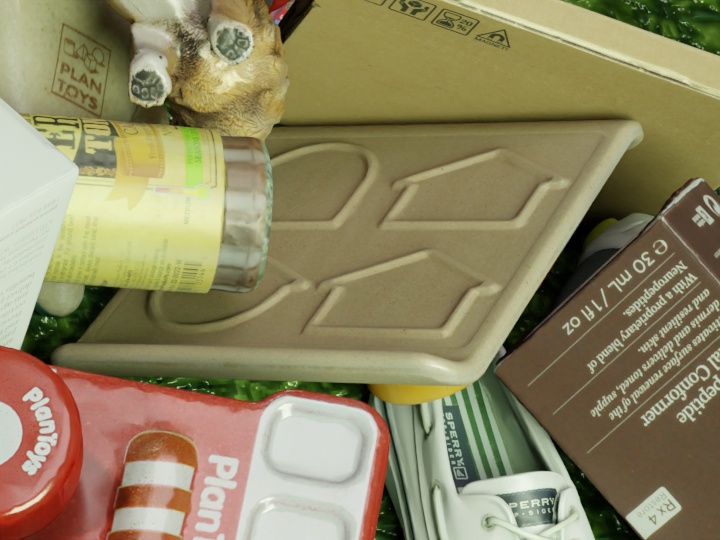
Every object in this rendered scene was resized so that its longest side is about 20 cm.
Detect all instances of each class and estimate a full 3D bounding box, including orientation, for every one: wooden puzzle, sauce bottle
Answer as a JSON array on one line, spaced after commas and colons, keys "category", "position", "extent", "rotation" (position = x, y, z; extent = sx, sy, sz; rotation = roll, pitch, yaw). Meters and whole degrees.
[{"category": "wooden puzzle", "position": [0.000, 0.000, 1.195], "extent": [0.185, 0.046, 0.200], "rotation": [1, 31, 30]}, {"category": "sauce bottle", "position": [-0.134, -0.028, 1.122], "extent": [0.199, 0.065, 0.065], "rotation": [4, 48, -14]}]

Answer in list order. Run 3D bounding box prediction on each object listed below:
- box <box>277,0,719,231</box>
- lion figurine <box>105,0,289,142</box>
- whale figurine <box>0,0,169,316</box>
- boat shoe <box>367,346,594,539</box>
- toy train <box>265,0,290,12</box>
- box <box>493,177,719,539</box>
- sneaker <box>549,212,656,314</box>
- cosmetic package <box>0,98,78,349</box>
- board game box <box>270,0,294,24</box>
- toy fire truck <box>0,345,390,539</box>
[{"category": "box", "position": [0.061, -0.072, 1.250], "extent": [0.199, 0.163, 0.021], "rotation": [18, 68, -14]}, {"category": "lion figurine", "position": [-0.094, -0.124, 1.163], "extent": [0.200, 0.072, 0.123], "rotation": [57, 7, -14]}, {"category": "whale figurine", "position": [-0.149, -0.078, 1.225], "extent": [0.159, 0.103, 0.201], "rotation": [27, 58, -45]}, {"category": "boat shoe", "position": [0.053, 0.103, 1.155], "extent": [0.073, 0.067, 0.200], "rotation": [-7, 53, -29]}, {"category": "toy train", "position": [-0.042, -0.126, 1.210], "extent": [0.034, 0.200, 0.046], "rotation": [-41, 92, -17]}, {"category": "box", "position": [0.157, 0.074, 1.164], "extent": [0.200, 0.100, 0.075], "rotation": [47, 25, 3]}, {"category": "sneaker", "position": [0.164, 0.058, 1.254], "extent": [0.200, 0.075, 0.085], "rotation": [29, 49, 17]}, {"category": "cosmetic package", "position": [-0.176, 0.014, 1.039], "extent": [0.101, 0.200, 0.071], "rotation": [42, 46, 17]}, {"category": "board game box", "position": [0.027, -0.125, 1.375], "extent": [0.157, 0.039, 0.200], "rotation": [-7, 52, -29]}, {"category": "toy fire truck", "position": [-0.082, 0.123, 0.987], "extent": [0.167, 0.112, 0.201], "rotation": [8, 60, 2]}]
